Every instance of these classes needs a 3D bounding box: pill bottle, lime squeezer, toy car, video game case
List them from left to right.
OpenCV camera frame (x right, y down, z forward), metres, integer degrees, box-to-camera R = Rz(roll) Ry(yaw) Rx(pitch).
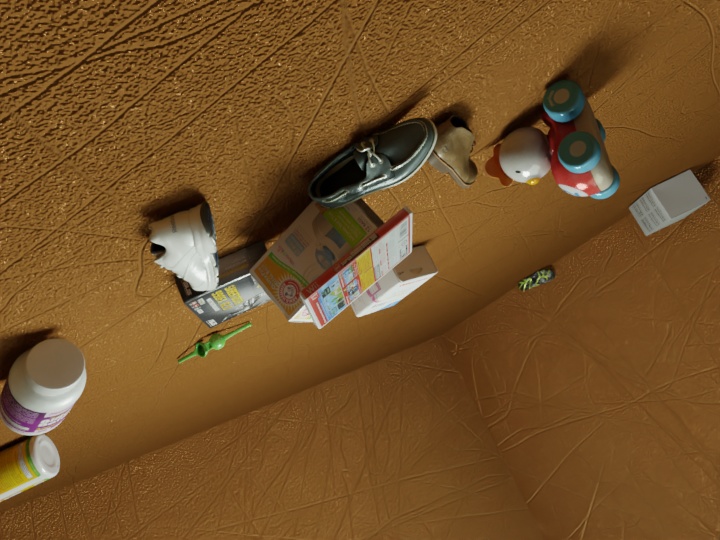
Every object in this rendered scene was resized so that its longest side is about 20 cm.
[{"bbox_3d":[-0.850,0.488,1.404,0.199,0.112,0.111,-24,165,-8],"label":"pill bottle"},{"bbox_3d":[-0.515,0.188,0.946,0.112,0.113,0.200,-12,160,-43],"label":"pill bottle"},{"bbox_3d":[-0.350,0.169,1.348,0.199,0.038,0.071,-28,-163,3],"label":"lime squeezer"},{"bbox_3d":[0.000,0.000,0.877,0.200,0.017,0.143,-40,160,-11],"label":"video game case"},{"bbox_3d":[0.314,-0.191,1.000,0.199,0.179,0.184,-20,160,31],"label":"toy car"}]

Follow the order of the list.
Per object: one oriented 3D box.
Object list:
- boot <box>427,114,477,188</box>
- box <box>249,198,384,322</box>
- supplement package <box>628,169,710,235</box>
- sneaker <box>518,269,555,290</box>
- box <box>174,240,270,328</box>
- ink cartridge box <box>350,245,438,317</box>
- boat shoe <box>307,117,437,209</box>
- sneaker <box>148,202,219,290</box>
[{"bbox_3d":[0.160,-0.187,0.922,0.075,0.074,0.200,-42,159,18],"label":"boot"},{"bbox_3d":[-0.058,-0.025,0.911,0.200,0.113,0.101,-45,162,11],"label":"box"},{"bbox_3d":[1.235,-0.269,2.334,0.190,0.148,0.200,-24,165,-7],"label":"supplement package"},{"bbox_3d":[0.928,0.043,3.056,0.199,0.076,0.076,-22,176,29],"label":"sneaker"},{"bbox_3d":[-0.225,0.031,1.034,0.157,0.049,0.200,-24,165,-10],"label":"box"},{"bbox_3d":[0.076,0.027,1.470,0.144,0.085,0.200,-14,162,-41],"label":"ink cartridge box"},{"bbox_3d":[0.013,-0.145,0.794,0.199,0.073,0.062,-27,170,24],"label":"boat shoe"},{"bbox_3d":[-0.240,-0.027,0.799,0.086,0.075,0.200,-10,155,-14],"label":"sneaker"}]
